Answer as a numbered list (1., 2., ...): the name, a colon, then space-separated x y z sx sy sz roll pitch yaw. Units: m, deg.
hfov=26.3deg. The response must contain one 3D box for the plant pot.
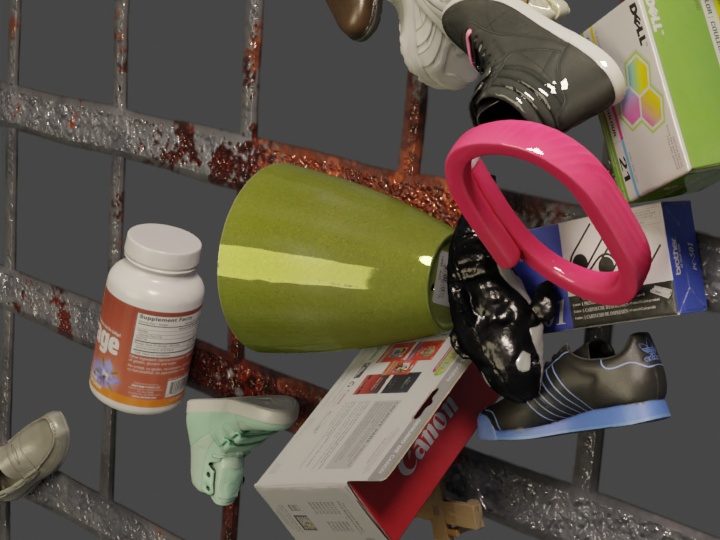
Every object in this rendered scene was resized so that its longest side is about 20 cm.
1. plant pot: 0.000 0.000 1.454 0.200 0.187 0.187 8 102 32

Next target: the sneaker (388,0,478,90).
1. sneaker: 0.079 -0.232 1.344 0.099 0.200 0.078 -3 54 24

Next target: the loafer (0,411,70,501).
1. loafer: -0.445 0.251 2.036 0.200 0.070 0.070 -49 60 39

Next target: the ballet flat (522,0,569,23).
1. ballet flat: 0.158 -0.249 1.315 0.063 0.069 0.200 33 121 23

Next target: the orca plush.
1. orca plush: 0.108 0.013 1.319 0.105 0.071 0.200 -8 74 33

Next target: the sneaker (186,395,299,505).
1. sneaker: -0.124 0.196 1.674 0.200 0.074 0.118 -10 81 57

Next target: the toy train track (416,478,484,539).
1. toy train track: 0.059 0.227 1.516 0.200 0.033 0.115 0 103 53

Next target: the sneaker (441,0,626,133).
1. sneaker: 0.108 -0.161 1.233 0.200 0.099 0.071 35 153 42

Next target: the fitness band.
1. fitness band: 0.150 -0.044 1.215 0.144 0.037 0.200 5 144 43

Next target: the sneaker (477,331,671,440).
1. sneaker: 0.181 0.103 1.340 0.200 0.070 0.078 -14 80 42

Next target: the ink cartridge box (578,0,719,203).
1. ink cartridge box: 0.257 -0.149 1.162 0.200 0.076 0.148 146 111 -68

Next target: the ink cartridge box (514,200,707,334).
1. ink cartridge box: 0.197 0.002 1.320 0.200 0.044 0.094 -12 85 48

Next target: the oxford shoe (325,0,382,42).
1. oxford shoe: -0.038 -0.315 1.505 0.073 0.084 0.200 -31 74 43

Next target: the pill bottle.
1. pill bottle: -0.240 0.054 1.755 0.112 0.112 0.200 32 118 40

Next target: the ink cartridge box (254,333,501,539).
1. ink cartridge box: 0.032 0.153 1.400 0.176 0.200 0.084 -10 122 48
